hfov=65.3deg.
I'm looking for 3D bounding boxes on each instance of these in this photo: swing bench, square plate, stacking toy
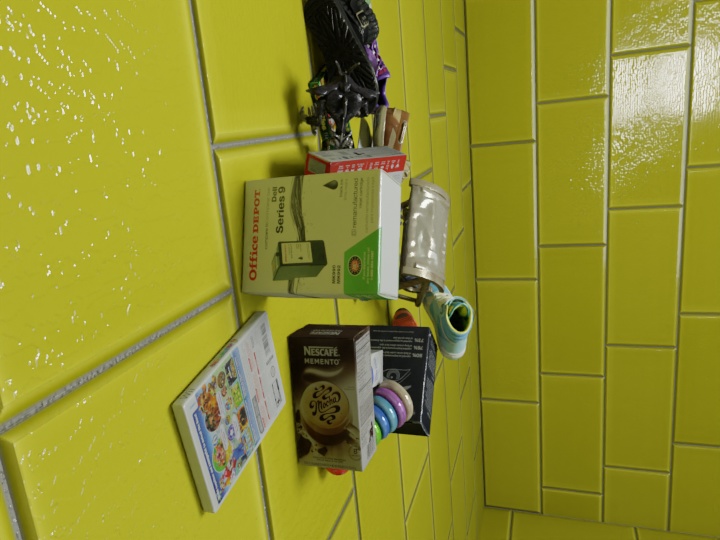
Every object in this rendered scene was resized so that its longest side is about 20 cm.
[{"bbox_3d":[0.120,-0.053,1.204,0.200,0.125,0.207,139,-39,-66],"label":"swing bench"},{"bbox_3d":[0.005,-0.155,1.063,0.200,0.027,0.207,85,9,-78],"label":"square plate"},{"bbox_3d":[0.008,0.286,1.007,0.198,0.083,0.088,-34,124,-39],"label":"stacking toy"}]

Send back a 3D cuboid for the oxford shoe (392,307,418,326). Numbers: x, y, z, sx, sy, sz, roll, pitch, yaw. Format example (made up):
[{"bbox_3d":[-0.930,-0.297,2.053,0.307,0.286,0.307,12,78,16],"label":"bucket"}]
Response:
[{"bbox_3d":[0.112,0.147,1.427,0.203,0.069,0.075,73,5,-50],"label":"oxford shoe"}]

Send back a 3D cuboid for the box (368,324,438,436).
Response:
[{"bbox_3d":[0.078,0.229,1.178,0.105,0.142,0.207,58,37,-57],"label":"box"}]

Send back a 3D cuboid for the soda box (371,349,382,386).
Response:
[{"bbox_3d":[-0.015,0.184,1.018,0.199,0.066,0.066,7,83,-72],"label":"soda box"}]

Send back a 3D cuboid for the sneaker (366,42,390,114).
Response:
[{"bbox_3d":[0.024,-0.407,1.092,0.080,0.082,0.206,-36,129,-31],"label":"sneaker"}]

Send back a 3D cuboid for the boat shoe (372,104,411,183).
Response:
[{"bbox_3d":[0.054,-0.185,0.999,0.076,0.071,0.208,-79,173,-72],"label":"boat shoe"}]

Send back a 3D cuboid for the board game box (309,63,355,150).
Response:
[{"bbox_3d":[-0.044,-0.258,1.015,0.106,0.023,0.205,-71,154,-49],"label":"board game box"}]

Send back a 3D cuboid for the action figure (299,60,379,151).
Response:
[{"bbox_3d":[-0.038,-0.235,0.884,0.103,0.114,0.206,-117,-152,-49],"label":"action figure"}]

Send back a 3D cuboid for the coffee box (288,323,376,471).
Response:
[{"bbox_3d":[-0.041,0.192,0.874,0.080,0.109,0.209,-26,113,-69],"label":"coffee box"}]

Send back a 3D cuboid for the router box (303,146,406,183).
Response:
[{"bbox_3d":[-0.016,-0.093,0.878,0.197,0.048,0.186,-20,129,-50],"label":"router box"}]

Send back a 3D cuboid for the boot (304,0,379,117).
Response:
[{"bbox_3d":[-0.008,-0.383,0.978,0.217,0.077,0.158,68,25,-14],"label":"boot"}]

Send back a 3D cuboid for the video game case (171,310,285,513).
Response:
[{"bbox_3d":[-0.151,0.163,0.690,0.201,0.017,0.148,-56,142,-60],"label":"video game case"}]

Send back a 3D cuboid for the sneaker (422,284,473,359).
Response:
[{"bbox_3d":[0.192,0.073,1.220,0.132,0.077,0.205,98,-22,-55],"label":"sneaker"}]

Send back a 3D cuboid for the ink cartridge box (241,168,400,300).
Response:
[{"bbox_3d":[-0.051,-0.040,0.721,0.084,0.193,0.152,13,77,-67],"label":"ink cartridge box"}]
